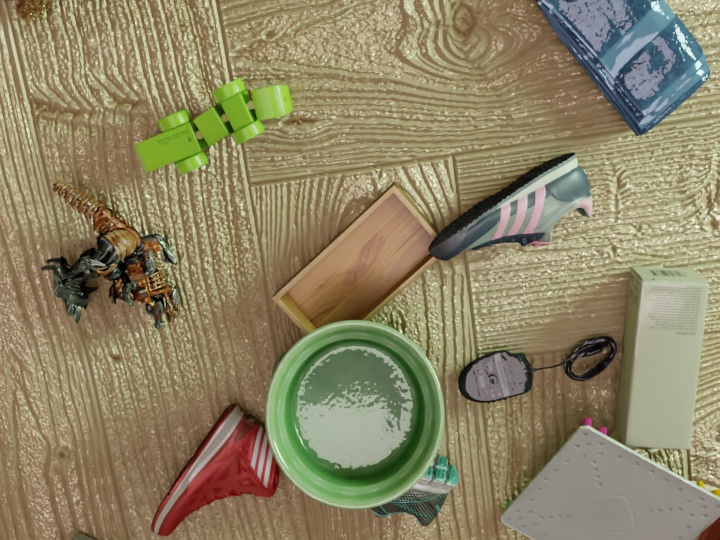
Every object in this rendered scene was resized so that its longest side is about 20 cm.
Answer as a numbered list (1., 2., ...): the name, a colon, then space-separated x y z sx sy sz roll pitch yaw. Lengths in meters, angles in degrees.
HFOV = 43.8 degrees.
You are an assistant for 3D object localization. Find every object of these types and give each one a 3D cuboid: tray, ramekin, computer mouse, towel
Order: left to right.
1. ramekin: -0.007 0.159 1.014 0.195 0.098 0.205 0 85 -1
2. tray: 0.000 0.000 1.066 0.199 0.037 0.099 -42 98 12
3. computer mouse: 0.214 0.117 1.086 0.196 0.034 0.060 -12 87 2
4. towel: 0.284 -0.257 0.971 0.111 0.049 0.201 -40 98 12

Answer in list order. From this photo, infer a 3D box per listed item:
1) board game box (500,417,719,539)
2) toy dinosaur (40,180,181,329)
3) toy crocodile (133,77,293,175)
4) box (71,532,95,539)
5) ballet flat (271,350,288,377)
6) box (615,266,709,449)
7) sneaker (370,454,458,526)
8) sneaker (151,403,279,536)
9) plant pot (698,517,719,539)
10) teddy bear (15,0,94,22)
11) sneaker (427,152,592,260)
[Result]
1. board game box: 0.301 0.287 1.086 0.197 0.026 0.201 28 127 -3
2. toy dinosaur: -0.299 -0.013 1.072 0.135 0.102 0.202 -35 82 -3
3. toy crocodile: -0.171 -0.166 1.028 0.197 0.062 0.068 -24 102 15
4. box: -0.344 0.487 1.182 0.181 0.105 0.203 24 106 -2
5. ballet flat: -0.017 0.158 1.103 0.197 0.068 0.064 23 133 -1
6. box: 0.350 0.102 1.048 0.080 0.068 0.204 3 105 4
7. sneaker: 0.019 0.264 1.115 0.196 0.078 0.093 17 109 1
8. sneaker: -0.174 0.279 1.131 0.115 0.078 0.201 35 106 -4
9. plant pot: 0.520 0.385 1.042 0.196 0.196 0.205 1 105 4
10. teddy bear: -0.367 -0.352 0.996 0.196 0.067 0.148 -15 94 15
11. sneaker: 0.174 -0.050 1.009 0.198 0.070 0.083 -30 102 1
